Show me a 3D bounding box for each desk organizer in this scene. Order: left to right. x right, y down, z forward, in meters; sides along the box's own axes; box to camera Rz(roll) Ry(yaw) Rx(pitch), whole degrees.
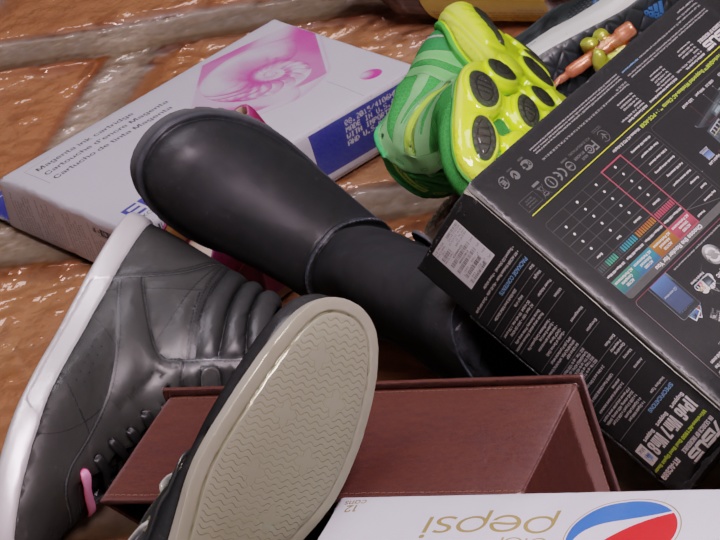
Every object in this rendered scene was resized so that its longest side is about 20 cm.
[{"bbox_3d":[-0.001,0.096,1.239,0.200,0.072,0.077,-3,33,27],"label":"desk organizer"}]

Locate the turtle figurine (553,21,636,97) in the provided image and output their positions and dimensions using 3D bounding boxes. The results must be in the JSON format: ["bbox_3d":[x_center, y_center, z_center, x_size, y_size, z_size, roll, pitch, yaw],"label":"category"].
[{"bbox_3d":[0.206,-0.105,1.490,0.200,0.064,0.161,10,51,39],"label":"turtle figurine"}]

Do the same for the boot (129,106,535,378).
[{"bbox_3d":[0.001,0.000,1.336,0.066,0.165,0.200,-60,32,5],"label":"boot"}]

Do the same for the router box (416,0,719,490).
[{"bbox_3d":[0.142,-0.017,1.273,0.150,0.062,0.200,41,48,10],"label":"router box"}]

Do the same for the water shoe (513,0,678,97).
[{"bbox_3d":[0.146,-0.137,1.582,0.200,0.072,0.079,-26,24,-19],"label":"water shoe"}]

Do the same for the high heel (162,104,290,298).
[{"bbox_3d":[-0.099,0.005,1.439,0.067,0.096,0.200,13,40,45],"label":"high heel"}]

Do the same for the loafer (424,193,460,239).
[{"bbox_3d":[0.120,-0.037,1.420,0.200,0.068,0.076,-23,16,28],"label":"loafer"}]

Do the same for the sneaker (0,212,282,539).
[{"bbox_3d":[-0.097,0.068,1.348,0.099,0.071,0.200,19,58,8],"label":"sneaker"}]

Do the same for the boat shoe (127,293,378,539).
[{"bbox_3d":[-0.060,0.095,1.176,0.068,0.072,0.200,29,93,52],"label":"boat shoe"}]

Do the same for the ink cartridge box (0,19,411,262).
[{"bbox_3d":[-0.094,-0.074,1.643,0.196,0.043,0.200,-33,32,-26],"label":"ink cartridge box"}]

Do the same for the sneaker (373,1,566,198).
[{"bbox_3d":[0.053,-0.061,1.391,0.084,0.074,0.200,-53,12,14],"label":"sneaker"}]

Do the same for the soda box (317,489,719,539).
[{"bbox_3d":[0.078,0.129,1.131,0.200,0.068,0.064,-3,31,26],"label":"soda box"}]

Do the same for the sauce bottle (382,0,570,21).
[{"bbox_3d":[0.054,-0.177,1.718,0.200,0.065,0.065,6,36,36],"label":"sauce bottle"}]
